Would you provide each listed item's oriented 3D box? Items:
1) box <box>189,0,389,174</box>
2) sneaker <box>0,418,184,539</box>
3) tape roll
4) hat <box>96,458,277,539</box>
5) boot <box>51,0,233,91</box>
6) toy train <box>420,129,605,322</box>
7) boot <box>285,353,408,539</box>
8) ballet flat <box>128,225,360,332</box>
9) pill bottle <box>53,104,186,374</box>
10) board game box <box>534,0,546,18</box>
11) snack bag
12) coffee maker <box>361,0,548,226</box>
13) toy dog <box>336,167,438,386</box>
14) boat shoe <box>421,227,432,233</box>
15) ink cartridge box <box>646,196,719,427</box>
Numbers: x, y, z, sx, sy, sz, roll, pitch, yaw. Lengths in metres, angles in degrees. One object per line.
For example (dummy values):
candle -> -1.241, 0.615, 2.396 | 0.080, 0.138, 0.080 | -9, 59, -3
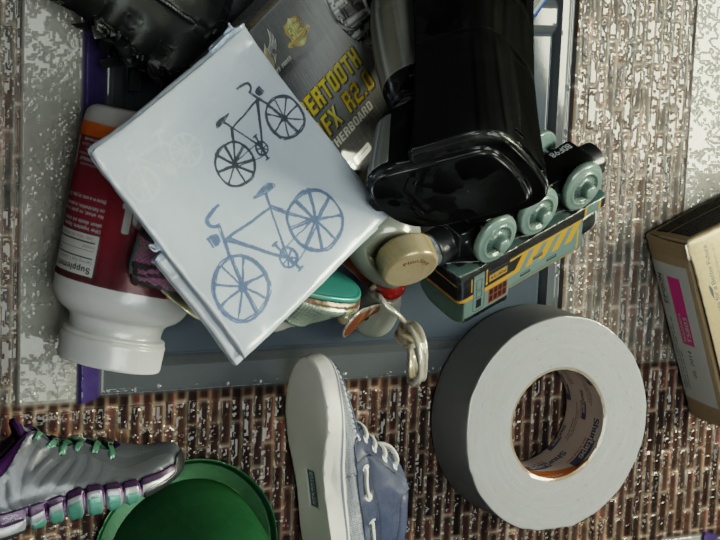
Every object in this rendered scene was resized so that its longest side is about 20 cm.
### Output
box -> -0.031, -0.165, 1.526 | 0.200, 0.048, 0.159 | -50, 120, -35
sneaker -> -0.240, 0.155, 1.498 | 0.198, 0.074, 0.088 | -16, 101, -24
tape roll -> 0.166, 0.135, 1.707 | 0.198, 0.066, 0.203 | -5, 100, -27
hat -> -0.104, 0.252, 1.523 | 0.199, 0.176, 0.167 | -33, 112, -19
boot -> -0.166, -0.256, 1.465 | 0.162, 0.073, 0.199 | 36, 80, -30
toy train -> 0.131, -0.039, 1.592 | 0.199, 0.085, 0.115 | -30, 141, -29
boot -> -0.009, 0.160, 1.626 | 0.090, 0.073, 0.202 | -15, 113, -32
ballet flat -> -0.095, 0.013, 1.442 | 0.199, 0.069, 0.072 | 18, 113, -33
pill bottle -> -0.182, -0.024, 1.472 | 0.112, 0.113, 0.202 | 9, 95, -28
board game box -> 0.144, -0.319, 1.518 | 0.151, 0.045, 0.201 | 15, 119, -45
snack bag -> -0.094, -0.061, 1.397 | 0.201, 0.021, 0.189 | 52, 57, -11
coffee maker -> 0.089, -0.156, 1.441 | 0.134, 0.192, 0.202 | 20, 53, -34
toy dog -> 0.000, 0.000, 1.540 | 0.095, 0.132, 0.201 | -7, 130, -14
boat shoe -> 0.112, -0.093, 1.642 | 0.068, 0.072, 0.202 | 23, 84, -44
ink cartridge box -> 0.380, 0.028, 1.795 | 0.164, 0.075, 0.202 | -23, 109, -21
